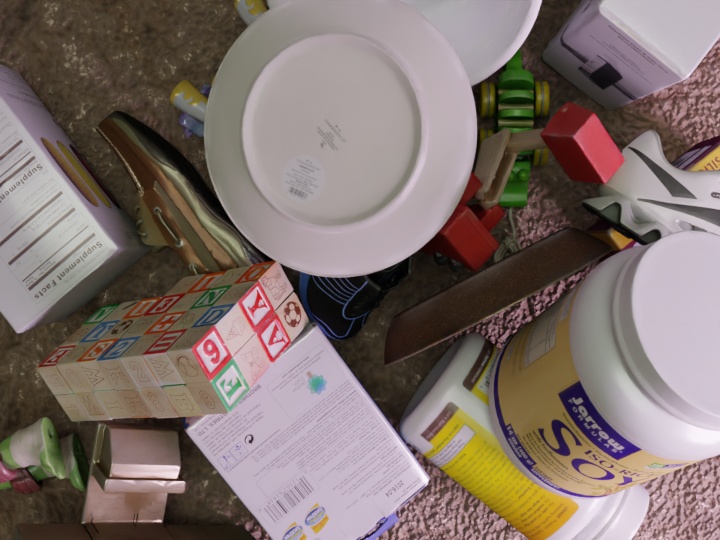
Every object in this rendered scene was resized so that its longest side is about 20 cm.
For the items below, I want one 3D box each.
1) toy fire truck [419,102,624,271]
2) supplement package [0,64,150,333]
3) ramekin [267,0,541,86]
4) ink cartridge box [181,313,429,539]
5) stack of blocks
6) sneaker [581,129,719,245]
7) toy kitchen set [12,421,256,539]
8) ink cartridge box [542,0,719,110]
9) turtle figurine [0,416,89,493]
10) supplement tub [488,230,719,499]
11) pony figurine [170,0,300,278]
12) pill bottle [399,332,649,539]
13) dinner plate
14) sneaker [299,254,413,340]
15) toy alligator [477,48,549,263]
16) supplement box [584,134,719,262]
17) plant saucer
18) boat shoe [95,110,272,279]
[{"bbox_3d":[0.097,-0.070,0.757,0.141,0.200,0.049,-48,116,-8],"label":"toy fire truck"},{"bbox_3d":[-0.288,-0.063,0.801,0.109,0.114,0.201,-38,91,3],"label":"supplement package"},{"bbox_3d":[0.033,-0.234,0.695,0.197,0.202,0.099,5,48,2],"label":"ramekin"},{"bbox_3d":[-0.038,0.157,0.795,0.136,0.076,0.201,-37,102,-5],"label":"ink cartridge box"},{"bbox_3d":[-0.153,0.059,0.767,0.198,0.115,0.059,-10,117,38],"label":"stack of blocks"},{"bbox_3d":[0.269,-0.028,0.698,0.199,0.074,0.089,36,94,2],"label":"sneaker"},{"bbox_3d":[-0.150,0.223,0.735,0.198,0.180,0.166,8,94,-30],"label":"toy kitchen set"},{"bbox_3d":[0.230,-0.214,0.737,0.083,0.200,0.145,37,92,-3],"label":"ink cartridge box"},{"bbox_3d":[-0.331,0.210,0.798,0.191,0.201,0.145,-19,125,-2],"label":"turtle figurine"},{"bbox_3d":[0.190,0.071,0.668,0.143,0.200,0.147,7,65,-15],"label":"supplement tub"},{"bbox_3d":[-0.054,-0.116,0.787,0.199,0.167,0.194,32,84,16],"label":"pony figurine"},{"bbox_3d":[0.137,0.151,0.792,0.199,0.109,0.110,38,92,1],"label":"pill bottle"},{"bbox_3d":[-0.018,-0.096,0.664,0.197,0.024,0.204,1,94,13],"label":"dinner plate"},{"bbox_3d":[0.000,0.000,0.756,0.070,0.201,0.078,-29,56,-25],"label":"sneaker"},{"bbox_3d":[0.131,-0.099,0.814,0.058,0.054,0.203,1,91,2],"label":"toy alligator"},{"bbox_3d":[0.299,0.009,0.786,0.130,0.103,0.201,-38,90,2],"label":"supplement box"},{"bbox_3d":[0.100,0.016,0.746,0.198,0.200,0.035,-27,87,2],"label":"plant saucer"},{"bbox_3d":[-0.159,-0.046,0.817,0.074,0.076,0.200,-42,89,6],"label":"boat shoe"}]
